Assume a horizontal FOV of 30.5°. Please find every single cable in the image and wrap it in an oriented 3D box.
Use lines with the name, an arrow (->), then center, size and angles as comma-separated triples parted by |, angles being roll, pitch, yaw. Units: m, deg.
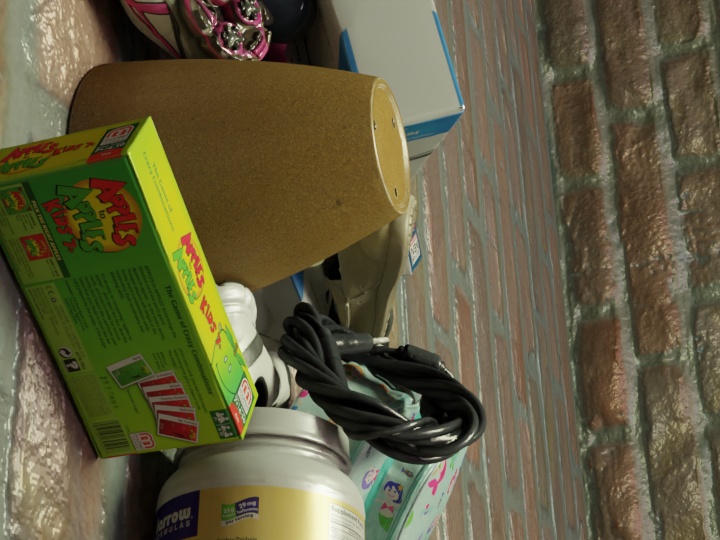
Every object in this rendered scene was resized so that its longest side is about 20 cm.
cable -> 0.014, 0.078, 0.959 | 0.051, 0.162, 0.200 | -58, -178, 12

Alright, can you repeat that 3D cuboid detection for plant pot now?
plant pot -> -0.070, -0.069, 0.921 | 0.186, 0.197, 0.190 | -9, 90, -75

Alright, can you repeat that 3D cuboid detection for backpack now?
backpack -> -0.006, 0.168, 1.079 | 0.199, 0.149, 0.180 | 5, 111, -66

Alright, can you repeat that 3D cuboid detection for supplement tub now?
supplement tub -> -0.068, 0.208, 0.876 | 0.146, 0.143, 0.203 | 55, 30, -56

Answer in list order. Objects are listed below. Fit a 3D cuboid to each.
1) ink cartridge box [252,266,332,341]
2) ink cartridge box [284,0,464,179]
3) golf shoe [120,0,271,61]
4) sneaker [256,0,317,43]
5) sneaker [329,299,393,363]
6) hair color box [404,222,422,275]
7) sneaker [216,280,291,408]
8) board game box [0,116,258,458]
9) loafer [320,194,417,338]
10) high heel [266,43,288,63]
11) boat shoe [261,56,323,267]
ink cartridge box -> -0.065, -0.037, 1.153 | 0.201, 0.067, 0.117 | -79, 155, -51
ink cartridge box -> 0.006, -0.156, 1.065 | 0.200, 0.085, 0.149 | 132, -56, -73
golf shoe -> -0.156, -0.214, 0.942 | 0.201, 0.091, 0.073 | 51, 51, -25
sneaker -> -0.113, -0.248, 0.972 | 0.200, 0.070, 0.082 | 45, 4, 1
sneaker -> -0.007, 0.029, 1.261 | 0.202, 0.072, 0.082 | 100, 17, -47
hair color box -> -0.009, -0.091, 1.316 | 0.061, 0.098, 0.203 | -54, 132, -69
sneaker -> -0.090, 0.081, 0.949 | 0.200, 0.073, 0.081 | 66, 7, -67
board game box -> -0.143, 0.016, 0.799 | 0.048, 0.100, 0.202 | -74, 151, -57
loafer -> 0.000, 0.000, 1.099 | 0.201, 0.067, 0.076 | 105, 0, -52
high heel -> -0.060, -0.126, 1.240 | 0.067, 0.094, 0.204 | -118, -154, -80
boat shoe -> -0.072, -0.098, 1.048 | 0.071, 0.066, 0.203 | -1, 55, -43
